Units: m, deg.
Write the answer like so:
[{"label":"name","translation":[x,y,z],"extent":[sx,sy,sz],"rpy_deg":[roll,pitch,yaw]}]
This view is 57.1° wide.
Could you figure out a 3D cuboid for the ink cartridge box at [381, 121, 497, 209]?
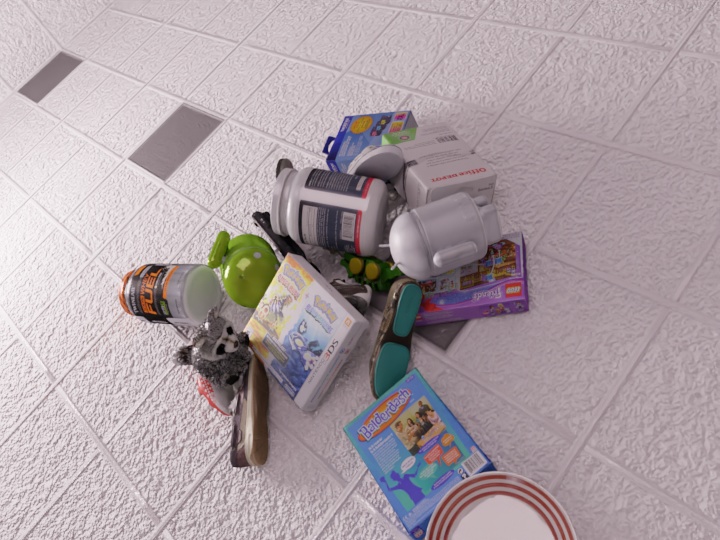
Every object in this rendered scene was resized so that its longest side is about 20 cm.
[{"label":"ink cartridge box","translation":[0.141,-0.184,1.236],"extent":[0.142,0.085,0.201],"rpy_deg":[-14,43,-17]}]

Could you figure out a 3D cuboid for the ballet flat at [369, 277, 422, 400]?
[{"label":"ballet flat","translation":[0.052,0.112,1.090],"extent":[0.075,0.067,0.205],"rpy_deg":[0,73,66]}]

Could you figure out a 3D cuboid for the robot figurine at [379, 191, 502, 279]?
[{"label":"robot figurine","translation":[0.131,-0.056,1.085],"extent":[0.196,0.115,0.170],"rpy_deg":[-20,25,-5]}]

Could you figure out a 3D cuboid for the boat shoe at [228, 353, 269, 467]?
[{"label":"boat shoe","translation":[-0.195,0.238,1.133],"extent":[0.063,0.072,0.204],"rpy_deg":[-14,55,11]}]

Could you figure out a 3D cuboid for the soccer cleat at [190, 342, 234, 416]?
[{"label":"soccer cleat","translation":[-0.263,0.181,1.216],"extent":[0.085,0.069,0.201],"rpy_deg":[-44,41,5]}]

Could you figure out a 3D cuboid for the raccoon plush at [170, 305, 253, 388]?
[{"label":"raccoon plush","translation":[-0.280,0.132,1.125],"extent":[0.195,0.135,0.099],"rpy_deg":[-12,50,21]}]

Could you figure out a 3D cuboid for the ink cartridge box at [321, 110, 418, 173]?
[{"label":"ink cartridge box","translation":[0.015,-0.261,1.410],"extent":[0.196,0.077,0.139],"rpy_deg":[1,55,31]}]

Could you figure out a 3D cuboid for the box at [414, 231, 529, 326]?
[{"label":"box","translation":[0.183,0.015,1.121],"extent":[0.195,0.039,0.139],"rpy_deg":[-9,50,22]}]

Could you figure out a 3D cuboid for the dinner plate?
[{"label":"dinner plate","translation":[0.179,0.362,0.843],"extent":[0.195,0.024,0.204],"rpy_deg":[-8,58,13]}]

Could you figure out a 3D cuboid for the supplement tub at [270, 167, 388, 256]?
[{"label":"supplement tub","translation":[-0.055,-0.112,1.226],"extent":[0.195,0.142,0.143],"rpy_deg":[11,58,11]}]

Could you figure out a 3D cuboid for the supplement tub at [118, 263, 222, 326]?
[{"label":"supplement tub","translation":[-0.393,0.048,1.356],"extent":[0.196,0.123,0.125],"rpy_deg":[0,54,29]}]

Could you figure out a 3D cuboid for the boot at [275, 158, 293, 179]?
[{"label":"boot","translation":[-0.109,-0.173,1.423],"extent":[0.128,0.068,0.204],"rpy_deg":[-18,56,9]}]

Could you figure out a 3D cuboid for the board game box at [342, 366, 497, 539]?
[{"label":"board game box","translation":[0.083,0.264,0.975],"extent":[0.151,0.045,0.201],"rpy_deg":[-38,47,-3]}]

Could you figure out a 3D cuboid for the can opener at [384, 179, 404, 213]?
[{"label":"can opener","translation":[0.013,-0.114,1.314],"extent":[0.198,0.066,0.053],"rpy_deg":[-34,85,3]}]

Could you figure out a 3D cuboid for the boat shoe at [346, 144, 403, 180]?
[{"label":"boat shoe","translation":[0.023,-0.201,1.249],"extent":[0.200,0.070,0.067],"rpy_deg":[144,141,-63]}]

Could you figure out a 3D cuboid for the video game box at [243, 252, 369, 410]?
[{"label":"video game box","translation":[-0.101,0.102,1.134],"extent":[0.199,0.046,0.184],"rpy_deg":[41,104,33]}]

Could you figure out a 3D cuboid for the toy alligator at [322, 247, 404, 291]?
[{"label":"toy alligator","translation":[0.000,0.000,1.228],"extent":[0.197,0.059,0.056],"rpy_deg":[18,104,37]}]

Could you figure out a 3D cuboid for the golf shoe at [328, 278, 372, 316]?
[{"label":"golf shoe","translation":[-0.064,0.062,1.210],"extent":[0.196,0.079,0.095],"rpy_deg":[0,32,31]}]

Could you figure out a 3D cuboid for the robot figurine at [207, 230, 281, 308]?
[{"label":"robot figurine","translation":[-0.212,0.000,1.275],"extent":[0.117,0.173,0.200],"rpy_deg":[-59,22,8]}]

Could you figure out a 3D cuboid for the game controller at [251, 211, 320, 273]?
[{"label":"game controller","translation":[-0.148,-0.048,1.308],"extent":[0.042,0.105,0.200],"rpy_deg":[-40,46,-3]}]
